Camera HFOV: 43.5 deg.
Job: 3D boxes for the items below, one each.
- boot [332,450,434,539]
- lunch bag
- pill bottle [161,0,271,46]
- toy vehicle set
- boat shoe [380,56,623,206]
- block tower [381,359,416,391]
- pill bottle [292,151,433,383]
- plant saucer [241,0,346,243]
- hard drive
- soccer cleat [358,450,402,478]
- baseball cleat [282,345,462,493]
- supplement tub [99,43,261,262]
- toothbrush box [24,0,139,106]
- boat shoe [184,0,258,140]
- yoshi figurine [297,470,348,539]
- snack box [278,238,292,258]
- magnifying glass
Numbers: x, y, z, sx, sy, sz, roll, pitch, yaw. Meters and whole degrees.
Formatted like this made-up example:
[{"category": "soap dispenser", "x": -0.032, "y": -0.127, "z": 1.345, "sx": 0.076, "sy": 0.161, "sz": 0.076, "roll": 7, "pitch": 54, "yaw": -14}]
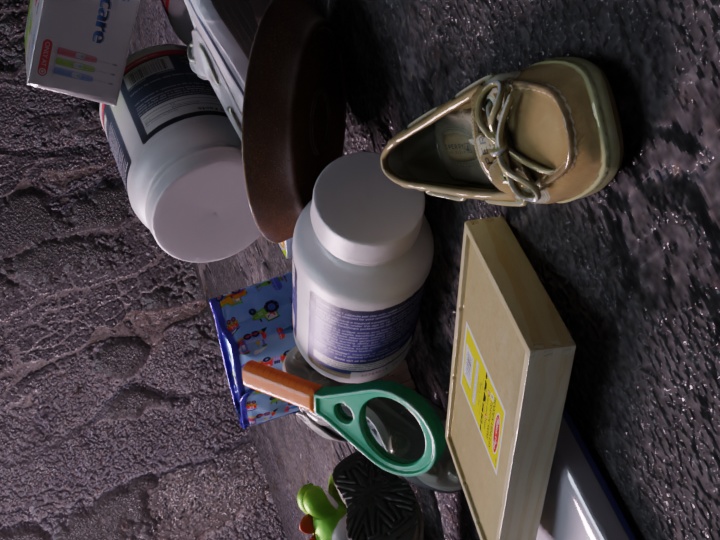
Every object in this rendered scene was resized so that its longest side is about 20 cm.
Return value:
[{"category": "boot", "x": 0.054, "y": 0.276, "z": 0.827, "sx": 0.202, "sy": 0.072, "sz": 0.182, "roll": 64, "pitch": 179, "yaw": -18}, {"category": "lunch bag", "x": -0.085, "y": 0.106, "z": 1.078, "sx": 0.202, "sy": 0.149, "sz": 0.094, "roll": 88, "pitch": 158, "yaw": -46}, {"category": "pill bottle", "x": -0.144, "y": -0.289, "z": 0.900, "sx": 0.120, "sy": 0.118, "sz": 0.202, "roll": 99, "pitch": 149, "yaw": -60}, {"category": "toy vehicle set", "x": 0.089, "y": 0.083, "z": 0.581, "sx": 0.125, "sy": 0.026, "sz": 0.202, "roll": -107, "pitch": 14, "yaw": -51}, {"category": "boat shoe", "x": 0.069, "y": -0.068, "z": 0.487, "sx": 0.200, "sy": 0.062, "sz": 0.074, "roll": -157, "pitch": 51, "yaw": -71}, {"category": "block tower", "x": 0.016, "y": 0.100, "z": 0.894, "sx": 0.058, "sy": 0.053, "sz": 0.202, "roll": 134, "pitch": 117, "yaw": -72}, {"category": "pill bottle", "x": 0.000, "y": 0.000, "z": 0.724, "sx": 0.201, "sy": 0.110, "sz": 0.112, "roll": 97, "pitch": 151, "yaw": -58}, {"category": "plant saucer", "x": -0.046, "y": -0.122, "z": 0.735, "sx": 0.200, "sy": 0.034, "sz": 0.203, "roll": 7, "pitch": -90, "yaw": -76}, {"category": "hard drive", "x": 0.152, "y": 0.203, "z": 0.572, "sx": 0.132, "sy": 0.025, "sz": 0.202, "roll": 100, "pitch": 149, "yaw": -60}, {"category": "soccer cleat", "x": -0.001, "y": 0.137, "z": 0.981, "sx": 0.078, "sy": 0.069, "sz": 0.202, "roll": -165, "pitch": 55, "yaw": -76}, {"category": "baseball cleat", "x": 0.015, "y": 0.139, "z": 0.819, "sx": 0.199, "sy": 0.070, "sz": 0.107, "roll": 36, "pitch": 153, "yaw": 18}, {"category": "supplement tub", "x": -0.174, "y": -0.120, "z": 0.903, "sx": 0.141, "sy": 0.139, "sz": 0.201, "roll": 88, "pitch": 158, "yaw": -47}, {"category": "toothbrush box", "x": -0.268, "y": -0.264, "z": 0.869, "sx": 0.200, "sy": 0.085, "sz": 0.147, "roll": 53, "pitch": 128, "yaw": 56}, {"category": "boat shoe", "x": -0.121, "y": -0.190, "z": 0.788, "sx": 0.202, "sy": 0.066, "sz": 0.074, "roll": 63, "pitch": -153, "yaw": -10}, {"category": "yoshi figurine", "x": 0.018, "y": 0.293, "z": 1.015, "sx": 0.200, "sy": 0.112, "sz": 0.112, "roll": 48, "pitch": -148, "yaw": -18}, {"category": "snack box", "x": -0.091, "y": -0.143, "z": 0.976, "sx": 0.170, "sy": 0.067, "sz": 0.201, "roll": 89, "pitch": 159, "yaw": -46}, {"category": "magnifying glass", "x": -0.019, "y": 0.116, "z": 0.760, "sx": 0.198, "sy": 0.022, "sz": 0.081, "roll": 17, "pitch": 122, "yaw": 31}]
